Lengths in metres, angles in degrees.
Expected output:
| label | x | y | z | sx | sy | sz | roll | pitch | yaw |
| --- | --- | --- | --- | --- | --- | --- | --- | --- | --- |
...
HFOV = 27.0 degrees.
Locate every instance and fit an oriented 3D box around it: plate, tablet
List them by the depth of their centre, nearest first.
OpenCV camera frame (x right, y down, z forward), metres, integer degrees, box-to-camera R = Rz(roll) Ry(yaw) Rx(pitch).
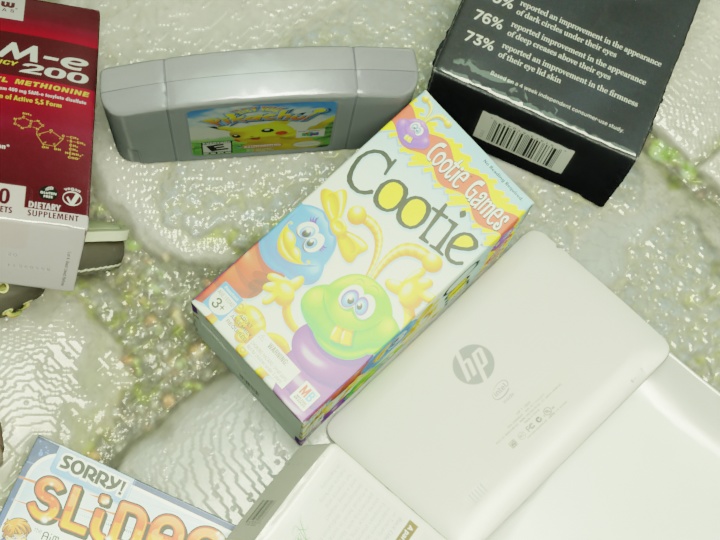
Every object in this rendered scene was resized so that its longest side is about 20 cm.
| label | x | y | z | sx | sy | sz | roll | pitch | yaw |
| --- | --- | --- | --- | --- | --- | --- | --- | --- | --- |
| plate | 0.185 | 0.166 | 0.967 | 0.199 | 0.032 | 0.200 | 38 | 77 | 6 |
| tablet | 0.088 | 0.077 | 0.971 | 0.200 | 0.014 | 0.130 | -42 | 65 | -11 |

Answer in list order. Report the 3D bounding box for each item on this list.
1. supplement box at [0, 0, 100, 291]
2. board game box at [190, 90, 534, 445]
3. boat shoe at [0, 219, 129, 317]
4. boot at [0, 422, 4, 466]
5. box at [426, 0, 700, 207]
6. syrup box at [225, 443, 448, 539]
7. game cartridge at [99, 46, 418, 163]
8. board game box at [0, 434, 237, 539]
| label | x | y | z | sx | sy | sz | roll | pitch | yaw |
| --- | --- | --- | --- | --- | --- | --- | --- | --- | --- |
| supplement box | -0.221 | -0.086 | 0.935 | 0.108 | 0.061 | 0.201 | 7 | 47 | -15 |
| board game box | 0.000 | 0.000 | 0.958 | 0.200 | 0.103 | 0.105 | -43 | 83 | -12 |
| boat shoe | -0.243 | 0.002 | 0.949 | 0.199 | 0.072 | 0.061 | -6 | 100 | -28 |
| boot | -0.324 | 0.096 | 0.919 | 0.199 | 0.070 | 0.147 | -26 | 66 | -20 |
| box | 0.144 | -0.171 | 1.011 | 0.147 | 0.104 | 0.201 | 24 | 75 | 3 |
| syrup box | 0.023 | 0.197 | 0.900 | 0.200 | 0.079 | 0.082 | 42 | 73 | -8 |
| game cartridge | -0.065 | -0.106 | 0.965 | 0.198 | 0.133 | 0.041 | -5 | 76 | -5 |
| board game box | -0.139 | 0.206 | 0.933 | 0.198 | 0.034 | 0.136 | 23 | 76 | 2 |
